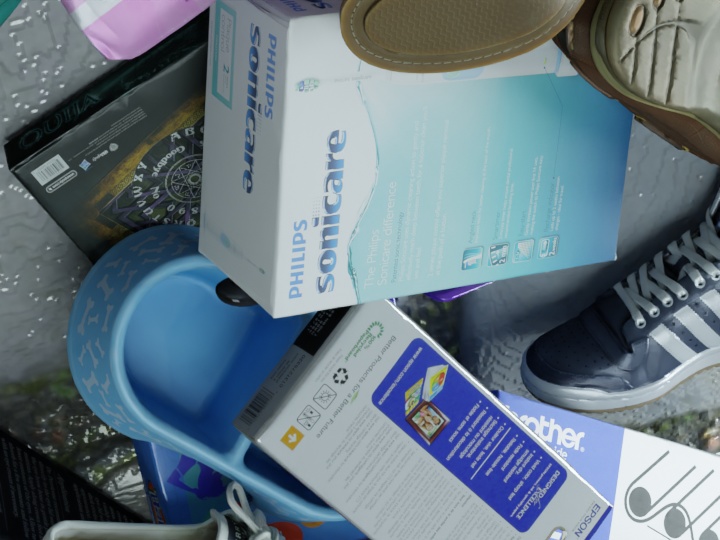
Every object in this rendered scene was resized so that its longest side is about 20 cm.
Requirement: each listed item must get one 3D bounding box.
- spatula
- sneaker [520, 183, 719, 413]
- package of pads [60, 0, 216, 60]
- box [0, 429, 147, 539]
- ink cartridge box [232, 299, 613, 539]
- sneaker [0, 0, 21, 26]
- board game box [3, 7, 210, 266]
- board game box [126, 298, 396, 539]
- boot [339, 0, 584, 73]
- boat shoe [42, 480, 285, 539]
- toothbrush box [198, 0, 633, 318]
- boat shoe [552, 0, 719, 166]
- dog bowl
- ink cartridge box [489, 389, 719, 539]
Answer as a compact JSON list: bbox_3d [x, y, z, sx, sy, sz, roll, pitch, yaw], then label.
[{"bbox_3d":[0.000,0.000,1.132,0.199,0.056,0.021,-6,124,-48],"label":"spatula"},{"bbox_3d":[0.180,0.004,1.227,0.198,0.070,0.109,-15,133,-13],"label":"sneaker"},{"bbox_3d":[-0.050,-0.186,0.985,0.199,0.121,0.076,-36,115,11],"label":"package of pads"},{"bbox_3d":[-0.198,0.190,1.229,0.148,0.105,0.200,-41,127,14],"label":"box"},{"bbox_3d":[0.035,0.098,1.124,0.200,0.037,0.095,42,82,-27],"label":"ink cartridge box"},{"bbox_3d":[-0.233,-0.128,1.002,0.198,0.084,0.122,-18,119,-5],"label":"sneaker"},{"bbox_3d":[-0.060,-0.067,1.129,0.199,0.028,0.136,-32,128,7],"label":"board game box"},{"bbox_3d":[-0.036,0.123,1.197,0.151,0.045,0.202,-18,104,-19],"label":"board game box"},{"bbox_3d":[0.063,-0.177,1.004,0.199,0.155,0.074,-26,133,-2],"label":"boot"},{"bbox_3d":[-0.066,0.148,1.117,0.200,0.075,0.087,7,123,-15],"label":"boat shoe"},{"bbox_3d":[0.029,-0.072,1.073,0.198,0.085,0.148,-11,118,-29],"label":"toothbrush box"},{"bbox_3d":[0.165,-0.090,1.056,0.199,0.067,0.073,25,87,-39],"label":"boat shoe"},{"bbox_3d":[-0.052,0.057,1.132,0.199,0.050,0.112,31,85,-21],"label":"dog bowl"},{"bbox_3d":[0.134,0.135,1.239,0.199,0.044,0.095,17,76,-31],"label":"ink cartridge box"}]
